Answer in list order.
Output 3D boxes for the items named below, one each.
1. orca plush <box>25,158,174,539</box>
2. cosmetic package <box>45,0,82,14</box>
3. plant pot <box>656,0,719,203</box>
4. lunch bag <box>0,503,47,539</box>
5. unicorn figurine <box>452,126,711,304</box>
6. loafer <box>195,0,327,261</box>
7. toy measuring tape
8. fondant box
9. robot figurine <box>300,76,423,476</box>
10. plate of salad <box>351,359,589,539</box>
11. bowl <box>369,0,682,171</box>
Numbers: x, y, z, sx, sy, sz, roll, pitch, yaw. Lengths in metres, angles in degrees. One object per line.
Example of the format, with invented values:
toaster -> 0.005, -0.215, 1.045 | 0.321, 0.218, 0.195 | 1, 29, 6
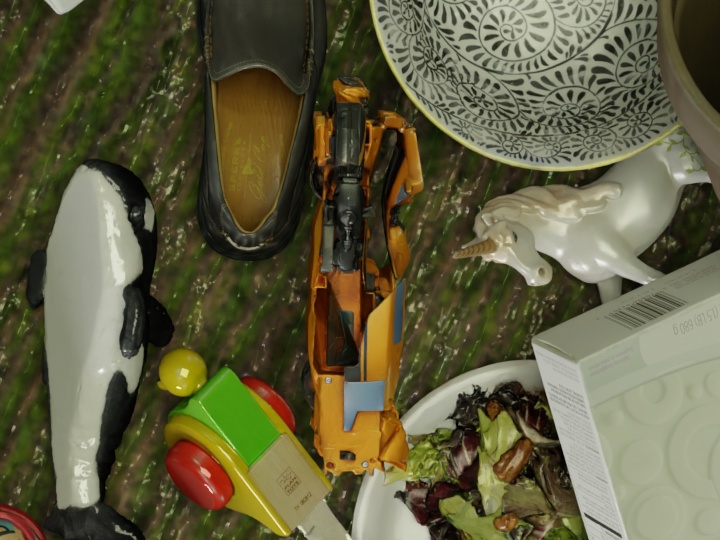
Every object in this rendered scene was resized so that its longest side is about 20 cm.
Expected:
orca plush -> -0.120, 0.042, 1.555 | 0.071, 0.105, 0.201 | -3, 87, -38
cosmetic package -> -0.107, -0.228, 1.533 | 0.200, 0.102, 0.074 | -37, 115, -5
plant pot -> 0.242, -0.083, 1.459 | 0.199, 0.174, 0.201 | -1, 60, 2
lunch bag -> -0.218, 0.237, 1.536 | 0.175, 0.082, 0.201 | -23, 93, -5
unicorn figurine -> 0.147, -0.025, 1.591 | 0.137, 0.074, 0.200 | 42, 70, -5
loafer -> -0.051, -0.106, 1.560 | 0.072, 0.072, 0.201 | -1, 89, -6
toy measuring tape -> -0.047, 0.120, 1.562 | 0.073, 0.074, 0.200 | -38, 108, -5
fondant box -> 0.187, 0.102, 1.555 | 0.144, 0.058, 0.201 | -24, 111, -18
robot figurine -> 0.000, 0.000, 1.534 | 0.058, 0.145, 0.201 | 2, 96, -3
plate of salad -> 0.094, 0.149, 1.590 | 0.199, 0.048, 0.201 | 0, 90, -6
bowl -> 0.102, -0.156, 1.561 | 0.199, 0.094, 0.202 | 0, 96, -1
